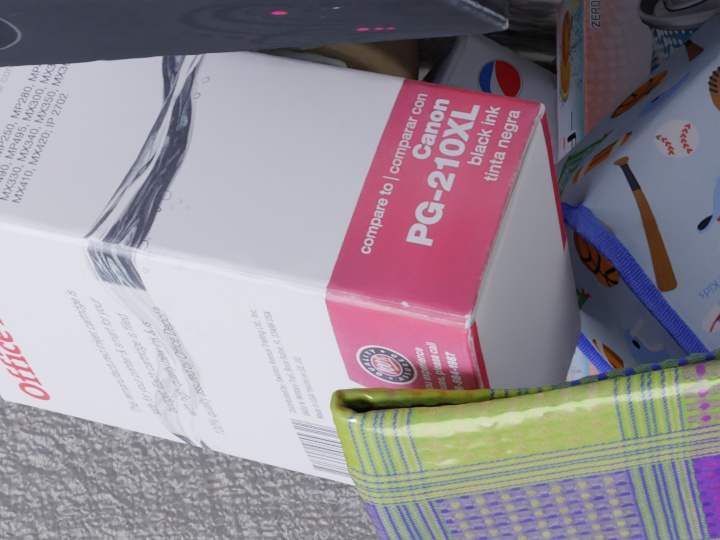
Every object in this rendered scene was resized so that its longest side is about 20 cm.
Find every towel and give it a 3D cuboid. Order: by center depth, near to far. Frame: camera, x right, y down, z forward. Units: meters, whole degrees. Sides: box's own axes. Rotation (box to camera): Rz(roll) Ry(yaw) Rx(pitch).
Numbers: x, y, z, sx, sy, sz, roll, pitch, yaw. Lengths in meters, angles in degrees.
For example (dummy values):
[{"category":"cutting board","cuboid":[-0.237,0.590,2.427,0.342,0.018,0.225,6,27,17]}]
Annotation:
[{"category":"towel","cuboid":[0.077,0.080,0.721,0.143,0.023,0.200,-10,148,11]}]

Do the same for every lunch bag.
[{"category":"lunch bag","cuboid":[0.177,0.005,0.796,0.170,0.200,0.124,-42,-173,-12]}]

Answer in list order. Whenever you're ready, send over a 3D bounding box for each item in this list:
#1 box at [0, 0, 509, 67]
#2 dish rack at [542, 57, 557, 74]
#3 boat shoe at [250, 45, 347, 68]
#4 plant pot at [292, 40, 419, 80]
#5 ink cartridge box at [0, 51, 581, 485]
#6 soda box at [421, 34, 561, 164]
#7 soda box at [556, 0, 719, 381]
[{"category":"box","cuboid":[-0.081,-0.100,0.442,0.199,0.107,0.122,-2,175,25]},{"category":"dish rack","cuboid":[0.172,-0.080,1.058,0.171,0.044,0.200,-2,175,19]},{"category":"boat shoe","cuboid":[-0.027,-0.099,0.716,0.074,0.062,0.200,3,175,-15]},{"category":"plant pot","cuboid":[-0.075,-0.052,0.928,0.200,0.093,0.201,0,166,0]},{"category":"ink cartridge box","cuboid":[-0.038,-0.001,0.738,0.199,0.085,0.145,12,153,17]},{"category":"soda box","cuboid":[0.039,-0.039,1.015,0.068,0.064,0.200,27,164,-6]},{"category":"soda box","cuboid":[0.116,-0.015,0.889,0.068,0.201,0.064,0,176,-5]}]
